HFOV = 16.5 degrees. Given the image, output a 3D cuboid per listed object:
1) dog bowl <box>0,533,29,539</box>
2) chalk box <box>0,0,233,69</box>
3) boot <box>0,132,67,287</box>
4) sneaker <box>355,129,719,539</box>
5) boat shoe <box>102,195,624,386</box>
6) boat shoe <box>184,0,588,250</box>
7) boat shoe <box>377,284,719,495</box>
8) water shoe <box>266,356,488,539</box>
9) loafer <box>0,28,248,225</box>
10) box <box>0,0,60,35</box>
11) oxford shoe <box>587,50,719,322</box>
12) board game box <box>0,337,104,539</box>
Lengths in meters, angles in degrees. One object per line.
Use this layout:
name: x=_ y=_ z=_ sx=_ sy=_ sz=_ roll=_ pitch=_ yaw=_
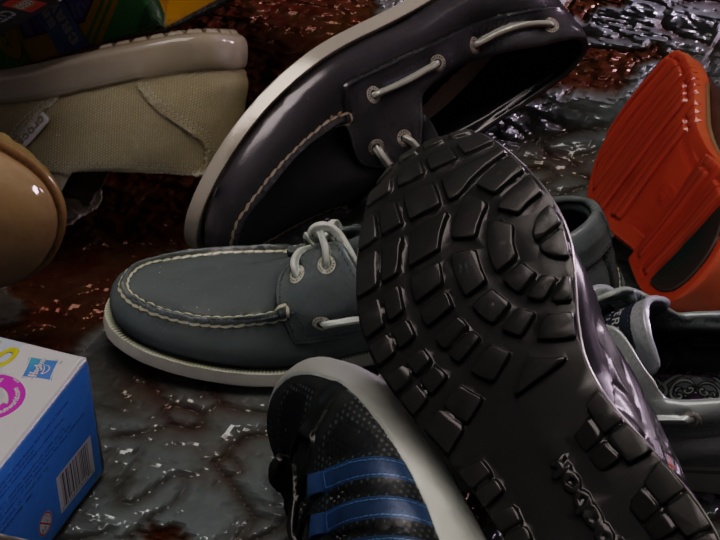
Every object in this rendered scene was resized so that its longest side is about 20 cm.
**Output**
dog bowl: x=-0.121 y=0.169 z=0.681 sx=0.200 sy=0.059 sz=0.200 roll=8 pitch=51 yaw=-9
chalk box: x=-0.115 y=-0.171 z=1.098 sx=0.125 sy=0.124 sz=0.200 roll=-31 pitch=15 yaw=-32
boot: x=-0.175 y=-0.004 z=0.835 sx=0.175 sy=0.066 sz=0.200 roll=17 pitch=17 yaw=-19
sneaker: x=0.061 y=0.050 z=0.818 sx=0.076 sy=0.088 sz=0.200 roll=-28 pitch=65 yaw=9
boat shoe: x=0.000 y=0.000 z=0.942 sx=0.200 sy=0.062 sz=0.073 roll=0 pitch=37 yaw=5
boat shoe: x=0.014 y=-0.062 z=1.015 sx=0.063 sy=0.073 sz=0.200 roll=40 pitch=61 yaw=21
boat shoe: x=0.100 y=0.037 z=0.877 sx=0.201 sy=0.072 sz=0.070 roll=3 pitch=37 yaw=9
water shoe: x=-0.003 y=0.099 z=0.800 sx=0.079 sy=0.072 sz=0.200 roll=-15 pitch=39 yaw=-19
loafer: x=-0.139 y=-0.049 z=1.010 sx=0.200 sy=0.068 sz=0.076 roll=-12 pitch=0 yaw=12
box: x=-0.177 y=-0.149 z=0.996 sx=0.038 sy=0.137 sz=0.200 roll=13 pitch=-18 yaw=-33
oxford shoe: x=0.140 y=-0.024 z=0.979 sx=0.073 sy=0.071 sz=0.200 roll=30 pitch=24 yaw=-17
board game box: x=-0.221 y=0.087 z=0.847 sx=0.196 sy=0.056 sz=0.200 roll=12 pitch=39 yaw=19
